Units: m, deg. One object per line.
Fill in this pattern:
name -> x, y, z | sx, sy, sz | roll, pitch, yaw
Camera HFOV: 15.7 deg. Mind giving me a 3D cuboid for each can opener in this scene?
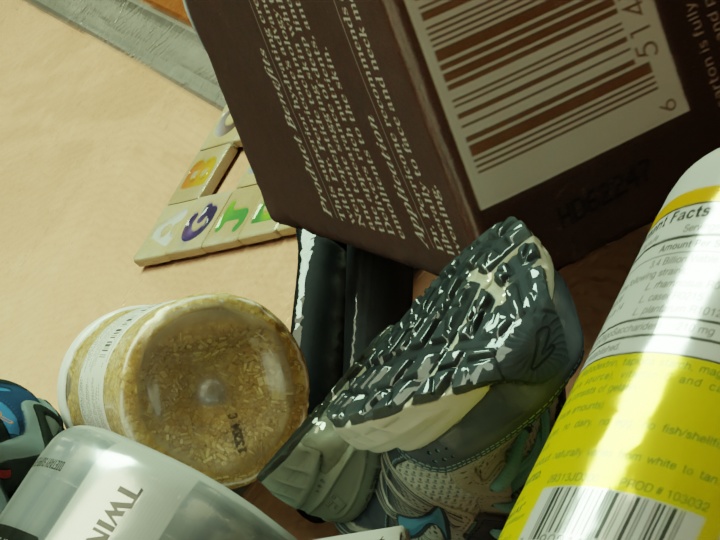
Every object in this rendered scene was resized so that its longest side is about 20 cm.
can opener -> 0.000, 0.000, 0.967 | 0.063, 0.078, 0.200 | -40, 35, 40

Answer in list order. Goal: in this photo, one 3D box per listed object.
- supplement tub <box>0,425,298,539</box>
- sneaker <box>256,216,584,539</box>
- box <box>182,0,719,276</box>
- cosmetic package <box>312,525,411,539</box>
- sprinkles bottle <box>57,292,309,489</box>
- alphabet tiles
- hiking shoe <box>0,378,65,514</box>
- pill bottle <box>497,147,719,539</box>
supplement tub -> -0.098, 0.161, 0.833 | 0.200, 0.122, 0.122 | -57, 24, -16
sneaker -> 0.038, 0.048, 0.758 | 0.078, 0.086, 0.200 | -51, 1, -17
box -> 0.045, -0.110, 0.855 | 0.164, 0.166, 0.200 | -26, 17, -16
cosmetic package -> -0.081, 0.128, 0.727 | 0.199, 0.051, 0.083 | -11, 28, 13
sprinkles bottle -> -0.070, 0.045, 0.966 | 0.068, 0.068, 0.200 | -54, 8, -9
alphabet tiles -> -0.018, -0.091, 1.212 | 0.167, 0.008, 0.200 | -11, 45, 57
hiking shoe -> -0.166, 0.063, 0.988 | 0.074, 0.087, 0.200 | -40, 9, 5
pill bottle -> 0.108, 0.038, 0.664 | 0.104, 0.104, 0.200 | -12, 44, 56
